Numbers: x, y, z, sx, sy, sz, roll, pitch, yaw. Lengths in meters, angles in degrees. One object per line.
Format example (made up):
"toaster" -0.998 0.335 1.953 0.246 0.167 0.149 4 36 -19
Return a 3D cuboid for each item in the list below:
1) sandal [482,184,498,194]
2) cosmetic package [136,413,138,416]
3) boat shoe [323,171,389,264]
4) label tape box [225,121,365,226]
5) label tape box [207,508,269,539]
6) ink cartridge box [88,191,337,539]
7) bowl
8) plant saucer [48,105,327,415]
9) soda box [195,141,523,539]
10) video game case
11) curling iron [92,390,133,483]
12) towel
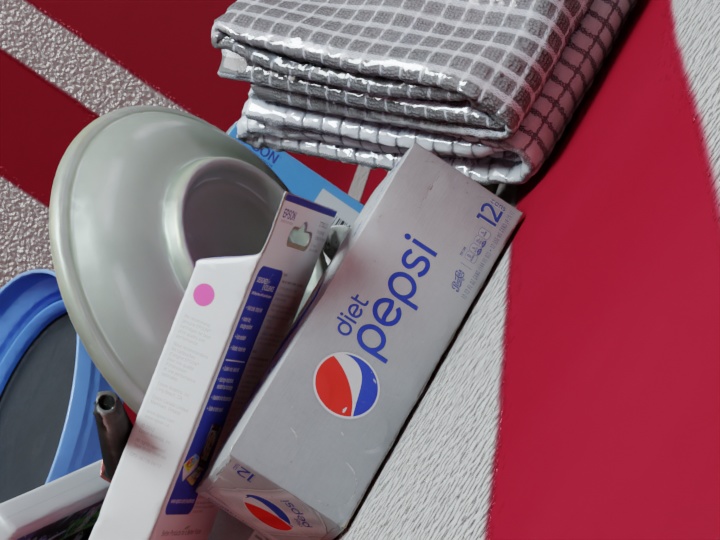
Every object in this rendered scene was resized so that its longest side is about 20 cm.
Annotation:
"sandal" 0.025 -0.012 1.502 0.201 0.057 0.080 -61 1 -20
"cosmetic package" -0.085 0.052 1.723 0.200 0.084 0.108 95 -168 -71
"boat shoe" 0.000 0.000 1.655 0.200 0.065 0.074 -53 6 36
"label tape box" -0.051 -0.022 1.865 0.066 0.143 0.200 -57 4 -8
"label tape box" -0.104 0.182 1.510 0.200 0.063 0.144 -56 4 11
"ink cartridge box" -0.072 0.055 1.363 0.201 0.037 0.095 -66 -15 2
"bowl" -0.201 0.099 1.661 0.200 0.039 0.201 -37 42 43
"plant saucer" -0.072 -0.001 1.465 0.050 0.200 0.200 -27 22 37
"soda box" 0.000 0.038 1.369 0.200 0.068 0.063 -60 5 -28
"video game case" -0.184 0.173 1.526 0.182 0.023 0.200 -53 -15 24
"curling iron" -0.120 0.092 1.396 0.025 0.050 0.200 -25 -15 -5
"towel" 0.034 -0.140 1.485 0.166 0.199 0.086 -61 -35 -27
